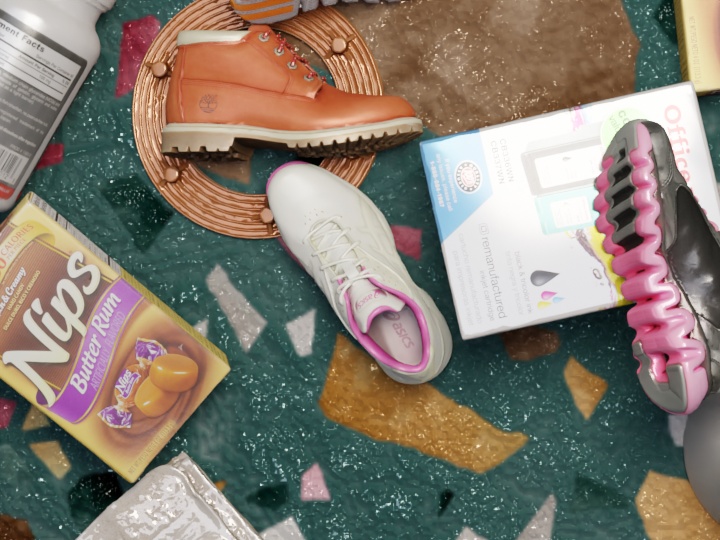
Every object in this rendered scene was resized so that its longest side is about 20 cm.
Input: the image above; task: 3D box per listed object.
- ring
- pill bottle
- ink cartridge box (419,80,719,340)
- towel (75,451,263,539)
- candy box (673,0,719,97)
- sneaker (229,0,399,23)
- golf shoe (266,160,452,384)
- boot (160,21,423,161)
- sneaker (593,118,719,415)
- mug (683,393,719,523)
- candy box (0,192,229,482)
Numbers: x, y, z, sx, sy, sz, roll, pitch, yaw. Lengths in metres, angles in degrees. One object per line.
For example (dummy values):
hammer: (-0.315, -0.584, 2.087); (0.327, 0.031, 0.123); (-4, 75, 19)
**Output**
ring: (-0.081, -0.125, 1.462); (0.199, 0.019, 0.202); (0, 89, 5)
pill bottle: (-0.270, -0.156, 1.431); (0.116, 0.116, 0.201); (30, 91, 5)
ink cartridge box: (0.156, -0.042, 1.375); (0.199, 0.146, 0.147); (-13, 88, 3)
towel: (-0.168, 0.250, 1.454); (0.200, 0.034, 0.133); (-44, 85, 3)
candy box: (0.293, -0.236, 1.413); (0.116, 0.056, 0.201); (-5, 90, 5)
sneaker: (-0.017, -0.263, 1.430); (0.199, 0.078, 0.112); (-11, 63, -16)
golf shoe: (0.000, 0.000, 1.411); (0.075, 0.092, 0.200); (-39, 91, 5)
boot: (-0.051, -0.137, 1.417); (0.199, 0.075, 0.108); (2, 84, 6)
sneaker: (0.223, -0.008, 1.272); (0.095, 0.079, 0.201); (-13, 91, -19)
mug: (0.331, 0.142, 1.353); (0.186, 0.153, 0.150); (29, 91, 5)
candy box: (-0.211, 0.051, 1.417); (0.200, 0.056, 0.117); (40, 92, -12)
